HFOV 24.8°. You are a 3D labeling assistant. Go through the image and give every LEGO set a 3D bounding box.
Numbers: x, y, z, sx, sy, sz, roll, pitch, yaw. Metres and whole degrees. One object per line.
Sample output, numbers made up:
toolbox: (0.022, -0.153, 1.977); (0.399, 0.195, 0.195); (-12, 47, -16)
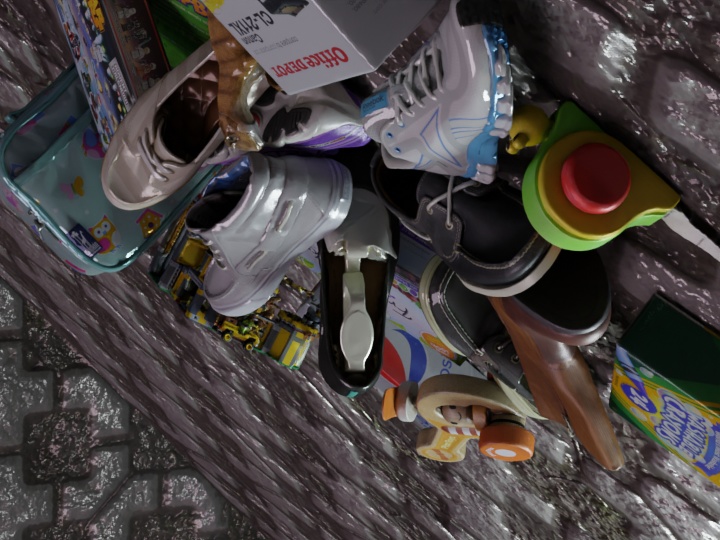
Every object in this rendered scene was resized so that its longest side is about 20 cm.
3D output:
LEGO set: (-0.099, -0.008, 1.452); (0.153, 0.116, 0.200); (27, -175, -16)

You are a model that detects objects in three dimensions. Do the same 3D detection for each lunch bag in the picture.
lunch bag: (-0.215, -0.104, 1.400); (0.161, 0.200, 0.077); (48, 162, -17)

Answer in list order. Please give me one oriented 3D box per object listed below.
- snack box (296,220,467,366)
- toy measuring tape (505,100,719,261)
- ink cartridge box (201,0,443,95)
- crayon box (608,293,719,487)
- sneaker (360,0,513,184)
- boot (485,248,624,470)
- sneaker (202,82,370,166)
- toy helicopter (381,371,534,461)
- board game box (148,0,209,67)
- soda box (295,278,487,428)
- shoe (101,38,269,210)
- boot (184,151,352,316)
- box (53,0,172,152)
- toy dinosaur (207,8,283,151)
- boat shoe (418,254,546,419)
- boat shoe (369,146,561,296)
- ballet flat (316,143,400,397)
snack box: (0.010, -0.017, 1.375); (0.199, 0.053, 0.142); (33, 163, 30)
toy measuring tape: (0.160, -0.022, 0.981); (0.200, 0.074, 0.074); (42, 164, -2)
ink cartridge box: (-0.058, -0.208, 0.972); (0.200, 0.083, 0.146); (46, 163, -16)
crayon box: (0.266, 0.112, 1.124); (0.199, 0.052, 0.126); (35, 163, 20)
sneaker: (0.044, -0.102, 0.975); (0.086, 0.076, 0.200); (-3, 158, -2)
boot: (0.141, 0.065, 1.143); (0.188, 0.068, 0.201); (35, 152, 57)
sneaker: (-0.064, -0.107, 1.248); (0.083, 0.081, 0.199); (23, 170, -37)
toy helicopter: (0.075, 0.132, 1.432); (0.131, 0.080, 0.200); (11, 157, -4)
board game box: (-0.126, -0.194, 1.274); (0.095, 0.030, 0.200); (37, 166, 9)
soda box: (0.035, 0.078, 1.551); (0.200, 0.064, 0.068); (42, 164, -3)
shoe: (-0.127, -0.116, 1.192); (0.070, 0.200, 0.053); (46, -158, -1)
boot: (-0.095, -0.032, 1.253); (0.095, 0.074, 0.200); (10, 145, -31)
box: (-0.197, -0.182, 1.293); (0.137, 0.040, 0.202); (-3, 107, 67)
toy dinosaur: (-0.080, -0.184, 1.104); (0.060, 0.105, 0.202); (8, -107, -81)
boat shoe: (0.122, 0.055, 1.287); (0.066, 0.072, 0.201); (13, 153, 49)
boat shoe: (0.066, -0.038, 1.091); (0.067, 0.072, 0.200); (36, -179, -30)
ballet flat: (0.000, 0.000, 1.255); (0.068, 0.067, 0.202); (-131, 39, -80)
